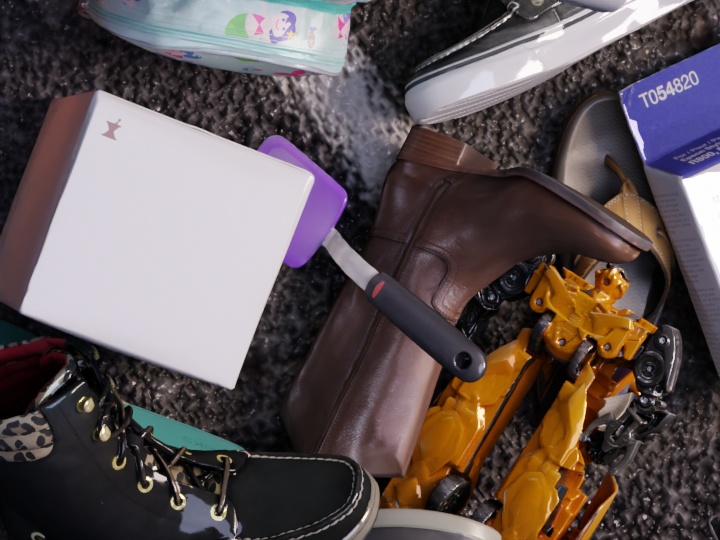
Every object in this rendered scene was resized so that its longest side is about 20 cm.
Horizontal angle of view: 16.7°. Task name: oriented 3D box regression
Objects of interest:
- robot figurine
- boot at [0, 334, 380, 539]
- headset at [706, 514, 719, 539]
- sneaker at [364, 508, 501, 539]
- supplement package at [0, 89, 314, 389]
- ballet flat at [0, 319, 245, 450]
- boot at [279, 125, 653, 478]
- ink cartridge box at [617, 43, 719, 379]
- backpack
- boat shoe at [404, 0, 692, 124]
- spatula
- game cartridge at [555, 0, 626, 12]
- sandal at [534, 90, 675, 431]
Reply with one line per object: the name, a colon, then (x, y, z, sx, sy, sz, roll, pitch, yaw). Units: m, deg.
robot figurine: (0.094, 0.085, 1.362, 0.145, 0.058, 0.200, 35, 97, 28)
boot: (-0.105, 0.098, 1.251, 0.203, 0.074, 0.154, -9, 136, 15)
headset: (0.177, 0.206, 1.396, 0.200, 0.123, 0.094, -39, 102, -30)
sneaker: (-0.015, 0.195, 1.318, 0.200, 0.075, 0.106, -13, 63, 23)
supplement package: (-0.116, -0.018, 1.268, 0.117, 0.200, 0.118, 21, 87, -13)
ballet flat: (-0.150, 0.094, 1.338, 0.200, 0.067, 0.062, 29, 114, -11)
boot: (0.051, 0.038, 1.327, 0.064, 0.186, 0.200, 27, 88, -43)
ink cartridge box: (0.264, -0.046, 1.419, 0.199, 0.041, 0.200, -26, 99, -26)
backpack: (-0.062, -0.179, 1.274, 0.177, 0.200, 0.151, 9, 90, -15)
boat shoe: (0.102, -0.147, 1.391, 0.200, 0.072, 0.071, -28, 90, -21)
spatula: (0.000, 0.000, 1.327, 0.057, 0.200, 0.021, -55, 144, 9)
game cartridge: (0.105, -0.238, 1.238, 0.133, 0.042, 0.201, 12, 87, -12)
sandal: (0.144, -0.002, 1.407, 0.082, 0.055, 0.201, 12, 90, -14)
